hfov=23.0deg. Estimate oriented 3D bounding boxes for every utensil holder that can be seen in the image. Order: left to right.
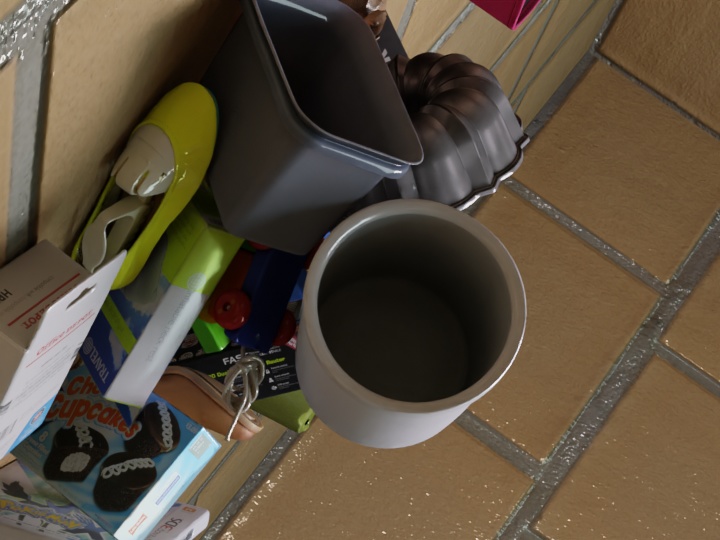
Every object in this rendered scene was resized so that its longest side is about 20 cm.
[{"bbox_3d":[0.032,0.050,1.428,0.170,0.170,0.200,-53,176,-15],"label":"utensil holder"}]

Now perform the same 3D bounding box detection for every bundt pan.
[{"bbox_3d":[0.038,-0.121,1.506,0.202,0.202,0.076,-49,134,-40],"label":"bundt pan"}]

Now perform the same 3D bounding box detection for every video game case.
[{"bbox_3d":[-0.260,0.226,1.629,0.182,0.200,0.022,-29,132,-75],"label":"video game case"}]

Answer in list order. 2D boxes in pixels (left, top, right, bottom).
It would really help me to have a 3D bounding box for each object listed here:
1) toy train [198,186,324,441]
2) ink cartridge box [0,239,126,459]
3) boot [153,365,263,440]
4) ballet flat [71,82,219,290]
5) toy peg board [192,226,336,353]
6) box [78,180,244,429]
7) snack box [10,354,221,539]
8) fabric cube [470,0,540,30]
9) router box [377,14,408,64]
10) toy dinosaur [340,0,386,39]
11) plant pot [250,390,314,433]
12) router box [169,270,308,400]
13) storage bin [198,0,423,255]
[{"bbox_3d":[-0.120,0.031,1.492,0.085,0.116,0.200,25,86,-55],"label":"toy train"},{"bbox_3d":[-0.261,0.057,1.325,0.200,0.067,0.116,-59,172,34],"label":"ink cartridge box"},{"bbox_3d":[-0.201,0.152,1.622,0.155,0.200,0.074,-62,162,-4],"label":"boot"},{"bbox_3d":[-0.175,-0.059,1.393,0.067,0.067,0.200,-20,148,-54],"label":"ballet flat"},{"bbox_3d":[-0.077,-0.012,1.713,0.199,0.098,0.200,-13,-156,38],"label":"toy peg board"},{"bbox_3d":[-0.181,0.017,1.484,0.048,0.122,0.200,19,112,-38],"label":"box"},{"bbox_3d":[-0.222,0.145,1.524,0.116,0.200,0.037,-51,137,-12],"label":"snack box"},{"bbox_3d":[0.104,-0.343,1.339,0.196,0.199,0.200,-53,173,-22],"label":"fabric cube"},{"bbox_3d":[0.039,-0.155,1.812,0.052,0.200,0.157,-24,170,-5],"label":"router box"},{"bbox_3d":[-0.001,-0.245,1.591,0.200,0.086,0.136,-60,172,11],"label":"toy dinosaur"},{"bbox_3d":[-0.106,0.078,1.975,0.200,0.190,0.200,-54,173,-10],"label":"plant pot"},{"bbox_3d":[-0.122,0.075,1.790,0.200,0.062,0.150,-15,-158,13],"label":"router box"},{"bbox_3d":[-0.050,-0.114,1.396,0.145,0.200,0.134,17,128,-36],"label":"storage bin"}]
